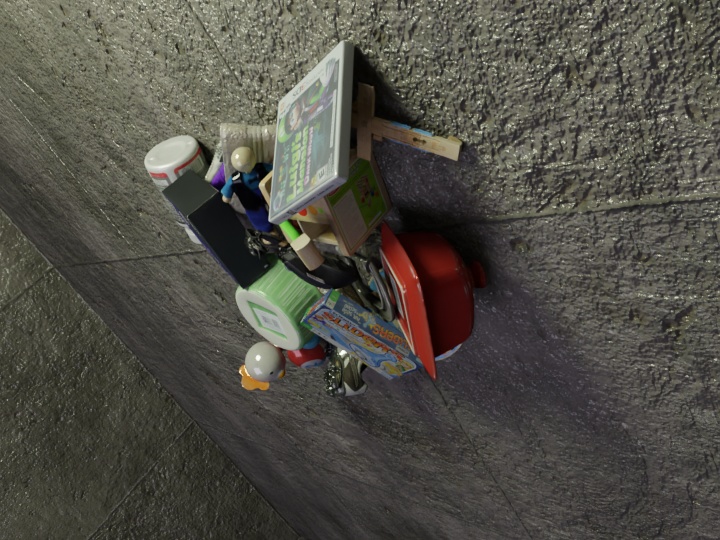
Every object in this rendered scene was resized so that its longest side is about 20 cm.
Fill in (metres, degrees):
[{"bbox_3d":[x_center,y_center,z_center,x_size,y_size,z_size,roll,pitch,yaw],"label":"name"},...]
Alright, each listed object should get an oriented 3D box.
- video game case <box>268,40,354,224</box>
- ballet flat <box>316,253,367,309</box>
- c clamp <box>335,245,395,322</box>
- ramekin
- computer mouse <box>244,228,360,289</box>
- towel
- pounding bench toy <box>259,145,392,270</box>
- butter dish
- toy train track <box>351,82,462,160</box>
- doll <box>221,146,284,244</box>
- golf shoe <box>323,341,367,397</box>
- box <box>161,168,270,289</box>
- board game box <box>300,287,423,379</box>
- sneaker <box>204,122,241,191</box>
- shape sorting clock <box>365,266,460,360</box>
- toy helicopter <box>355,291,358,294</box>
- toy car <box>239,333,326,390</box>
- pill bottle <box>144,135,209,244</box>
[{"bbox_3d":[-0.071,-0.184,0.838,0.023,0.203,0.181,14,158,-32],"label":"video game case"},{"bbox_3d":[-0.033,0.046,1.155,0.201,0.067,0.046,53,-178,36],"label":"ballet flat"},{"bbox_3d":[0.000,0.000,1.039,0.200,0.027,0.173,37,147,61],"label":"c clamp"},{"bbox_3d":[-0.162,0.071,1.253,0.198,0.098,0.201,28,147,20],"label":"ramekin"},{"bbox_3d":[-0.106,-0.014,1.011,0.198,0.047,0.140,17,-169,-24],"label":"computer mouse"},{"bbox_3d":[-0.169,-0.173,1.050,0.130,0.035,0.201,-2,144,-8],"label":"towel"},{"bbox_3d":[-0.080,-0.095,0.947,0.155,0.200,0.125,11,139,39],"label":"pounding bench toy"},{"bbox_3d":[0.123,0.026,0.937,0.200,0.146,0.202,-116,10,-57],"label":"butter dish"},{"bbox_3d":[0.050,-0.198,0.842,0.198,0.033,0.116,23,138,19],"label":"toy train track"},{"bbox_3d":[-0.166,-0.133,1.033,0.201,0.135,0.049,66,-177,-51],"label":"doll"},{"bbox_3d":[-0.027,0.171,1.275,0.093,0.202,0.078,8,147,-12],"label":"golf shoe"},{"bbox_3d":[-0.275,-0.078,1.168,0.141,0.079,0.201,32,159,45],"label":"box"},{"bbox_3d":[0.005,0.113,1.044,0.199,0.035,0.135,33,152,-9],"label":"board game box"},{"bbox_3d":[-0.224,-0.178,1.133,0.099,0.070,0.200,39,151,-4],"label":"sneaker"},{"bbox_3d":[0.095,0.077,1.084,0.198,0.039,0.202,14,126,20],"label":"shape sorting clock"},{"bbox_3d":[0.032,0.090,1.184,0.133,0.079,0.200,50,136,-2],"label":"toy helicopter"},{"bbox_3d":[-0.191,0.204,1.416,0.176,0.201,0.185,32,162,14],"label":"toy car"},{"bbox_3d":[-0.347,-0.161,1.249,0.113,0.114,0.201,17,142,34],"label":"pill bottle"}]
